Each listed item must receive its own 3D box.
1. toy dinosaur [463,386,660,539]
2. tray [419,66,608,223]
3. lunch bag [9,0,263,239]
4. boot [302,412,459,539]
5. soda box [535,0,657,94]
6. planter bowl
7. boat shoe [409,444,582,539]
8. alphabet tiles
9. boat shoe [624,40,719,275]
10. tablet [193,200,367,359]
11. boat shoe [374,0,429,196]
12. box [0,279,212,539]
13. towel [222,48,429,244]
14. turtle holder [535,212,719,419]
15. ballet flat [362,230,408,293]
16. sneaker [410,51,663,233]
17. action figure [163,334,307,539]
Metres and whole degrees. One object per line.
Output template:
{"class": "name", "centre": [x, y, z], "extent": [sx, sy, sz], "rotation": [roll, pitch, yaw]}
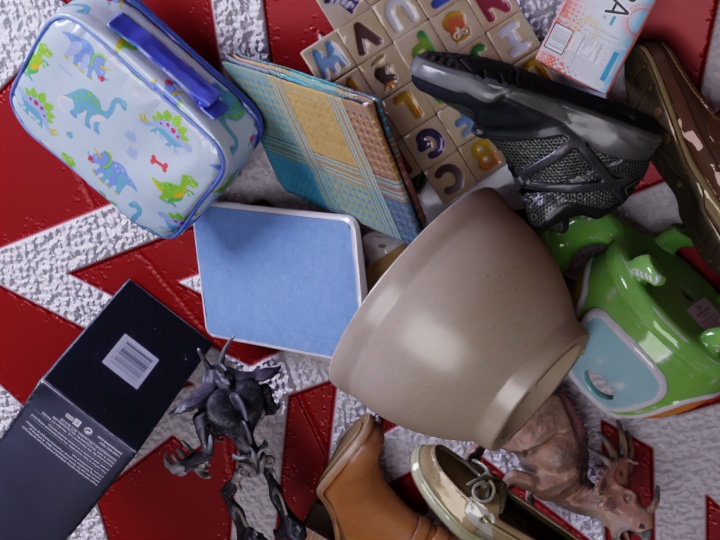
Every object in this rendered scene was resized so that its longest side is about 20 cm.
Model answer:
{"class": "toy dinosaur", "centre": [0.172, 0.149, 1.360], "extent": [0.135, 0.086, 0.200], "rotation": [-26, 101, 26]}
{"class": "tray", "centre": [0.115, -0.101, 1.280], "extent": [0.200, 0.022, 0.108], "rotation": [-14, 96, 22]}
{"class": "lunch bag", "centre": [-0.187, -0.134, 1.307], "extent": [0.200, 0.082, 0.161], "rotation": [40, 138, -2]}
{"class": "boot", "centre": [0.033, 0.229, 1.446], "extent": [0.155, 0.074, 0.200], "rotation": [25, 131, 5]}
{"class": "soda box", "centre": [0.204, -0.236, 1.162], "extent": [0.064, 0.068, 0.200], "rotation": [27, 114, 2]}
{"class": "planter bowl", "centre": [0.091, 0.055, 1.209], "extent": [0.135, 0.200, 0.200], "rotation": [41, 121, 15]}
{"class": "boat shoe", "centre": [0.127, 0.209, 1.314], "extent": [0.201, 0.073, 0.063], "rotation": [44, 114, -7]}
{"class": "alphabet tiles", "centre": [0.057, -0.160, 1.223], "extent": [0.166, 0.006, 0.200], "rotation": [-32, 105, 2]}
{"class": "boat shoe", "centre": [0.272, -0.095, 1.228], "extent": [0.068, 0.072, 0.200], "rotation": [-29, 97, -9]}
{"class": "tablet", "centre": [-0.071, 0.007, 1.346], "extent": [0.200, 0.014, 0.130], "rotation": [8, 110, 41]}
{"class": "boat shoe", "centre": [0.016, -0.149, 1.257], "extent": [0.076, 0.060, 0.200], "rotation": [-8, 104, 16]}
{"class": "box", "centre": [-0.250, 0.138, 1.409], "extent": [0.104, 0.200, 0.182], "rotation": [38, 120, -5]}
{"class": "towel", "centre": [-0.025, -0.099, 1.249], "extent": [0.200, 0.022, 0.147], "rotation": [24, 147, 48]}
{"class": "turtle holder", "centre": [0.219, 0.039, 1.256], "extent": [0.185, 0.141, 0.132], "rotation": [35, 120, -15]}
{"class": "ballet flat", "centre": [0.000, 0.000, 1.348], "extent": [0.200, 0.069, 0.063], "rotation": [-25, 92, 24]}
{"class": "sneaker", "centre": [0.121, -0.096, 1.203], "extent": [0.199, 0.076, 0.114], "rotation": [21, 113, -2]}
{"class": "action figure", "centre": [-0.118, 0.159, 1.411], "extent": [0.102, 0.119, 0.200], "rotation": [-6, 103, 55]}
